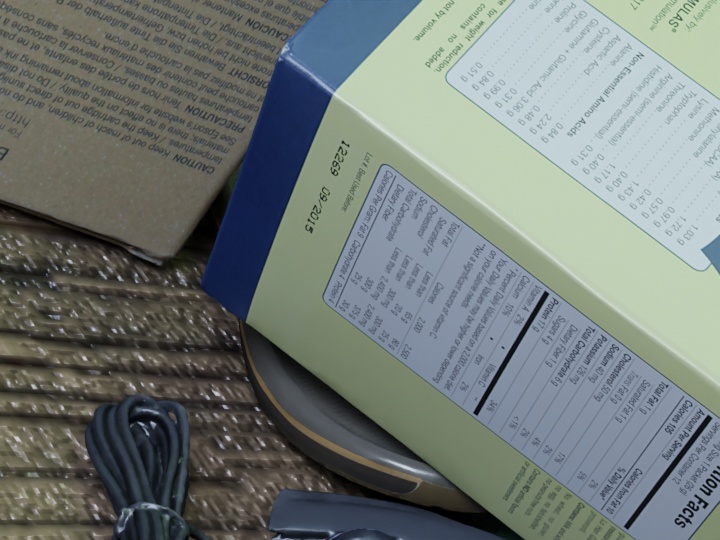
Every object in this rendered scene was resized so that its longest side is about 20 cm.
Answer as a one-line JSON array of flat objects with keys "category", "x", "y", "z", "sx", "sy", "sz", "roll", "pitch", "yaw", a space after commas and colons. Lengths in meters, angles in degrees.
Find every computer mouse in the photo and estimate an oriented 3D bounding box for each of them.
[{"category": "computer mouse", "x": 0.015, "y": 0.106, "z": 0.721, "sx": 0.200, "sy": 0.046, "sz": 0.141, "roll": 31, "pitch": 22, "yaw": -21}]

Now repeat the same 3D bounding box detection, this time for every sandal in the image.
[{"category": "sandal", "x": 0.000, "y": 0.000, "z": 0.853, "sx": 0.081, "sy": 0.055, "sz": 0.200, "roll": 2, "pitch": 42, "yaw": -23}]

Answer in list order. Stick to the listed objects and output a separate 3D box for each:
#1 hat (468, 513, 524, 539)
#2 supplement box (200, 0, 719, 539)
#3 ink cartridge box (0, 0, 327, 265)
[{"category": "hat", "x": 0.127, "y": 0.090, "z": 0.926, "sx": 0.176, "sy": 0.165, "sz": 0.201, "roll": 70, "pitch": 1, "yaw": -65}, {"category": "supplement box", "x": 0.097, "y": -0.029, "z": 0.778, "sx": 0.200, "sy": 0.134, "sz": 0.200, "roll": 38, "pitch": 59, "yaw": 8}, {"category": "ink cartridge box", "x": -0.100, "y": -0.109, "z": 0.786, "sx": 0.200, "sy": 0.165, "sz": 0.075, "roll": 20, "pitch": 27, "yaw": -41}]
